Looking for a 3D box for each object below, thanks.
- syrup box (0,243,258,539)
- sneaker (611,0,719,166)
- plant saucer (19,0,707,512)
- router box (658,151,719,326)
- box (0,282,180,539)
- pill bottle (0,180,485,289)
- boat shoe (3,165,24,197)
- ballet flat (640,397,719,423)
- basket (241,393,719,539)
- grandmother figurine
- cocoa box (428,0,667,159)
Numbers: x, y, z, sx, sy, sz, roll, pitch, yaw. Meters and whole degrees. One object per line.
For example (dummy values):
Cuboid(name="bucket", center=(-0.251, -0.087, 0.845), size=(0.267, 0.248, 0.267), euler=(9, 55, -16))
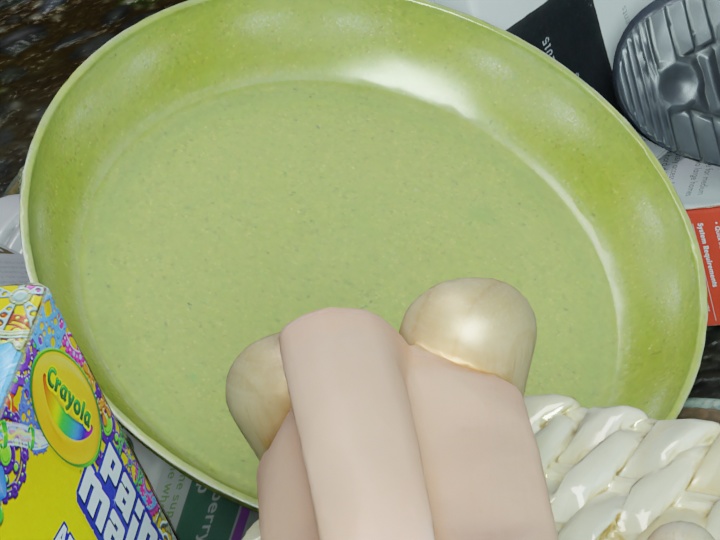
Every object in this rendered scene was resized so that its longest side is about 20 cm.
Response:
Cuboid(name="syrup box", center=(-0.119, 0.040, 0.869), size=(0.200, 0.079, 0.081), euler=(25, 12, 31))
Cuboid(name="sneaker", center=(0.168, -0.077, 0.948), size=(0.200, 0.070, 0.082), euler=(-8, 13, -17))
Cuboid(name="plant saucer", center=(0.000, 0.000, 0.809), size=(0.200, 0.031, 0.200), euler=(7, 51, -9))
Cuboid(name="router box", center=(0.106, -0.050, 1.035), size=(0.179, 0.049, 0.200), euler=(-6, 31, 19))
Cuboid(name="box", center=(-0.170, 0.113, 0.676), size=(0.200, 0.122, 0.193), euler=(-1, 48, 21))
Cuboid(name="pill bottle", center=(-0.038, 0.019, 0.930), size=(0.200, 0.109, 0.109), euler=(4, 35, 33))
Cuboid(name="boat shoe", center=(-0.087, -0.034, 1.029), size=(0.076, 0.072, 0.200), euler=(-25, -6, -24))
Cuboid(name="ballet flat", center=(0.160, 0.079, 0.775), size=(0.200, 0.069, 0.071), euler=(18, 26, 41))
Cuboid(name="basket", center=(0.045, 0.148, 0.610), size=(0.198, 0.161, 0.200), euler=(8, 39, 36))
Cuboid(name="grandmother figurine", center=(0.010, 0.072, 0.539), size=(0.121, 0.061, 0.200), euler=(-25, 27, 4))
Cuboid(name="cocoa box", center=(0.032, -0.131, 0.955), size=(0.131, 0.200, 0.133), euler=(15, 42, 45))
